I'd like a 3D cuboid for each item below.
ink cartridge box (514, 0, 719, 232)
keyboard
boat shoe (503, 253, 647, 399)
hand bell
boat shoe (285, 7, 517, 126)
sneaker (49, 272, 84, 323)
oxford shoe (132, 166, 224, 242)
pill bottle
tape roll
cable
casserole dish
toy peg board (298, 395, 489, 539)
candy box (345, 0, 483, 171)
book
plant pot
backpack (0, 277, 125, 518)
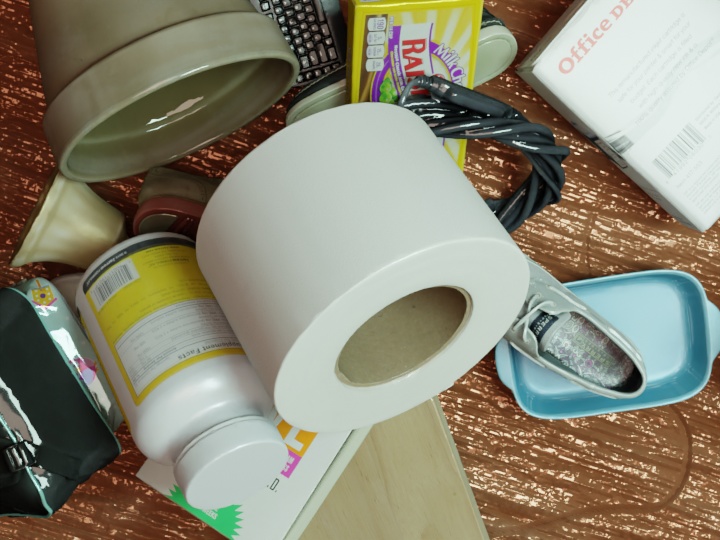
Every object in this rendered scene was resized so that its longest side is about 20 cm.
[{"bbox_3d":[0.252,-0.154,0.954,0.200,0.086,0.146,41,96,-7],"label":"ink cartridge box"},{"bbox_3d":[-0.078,-0.246,0.949,0.104,0.040,0.200,-18,99,0],"label":"keyboard"},{"bbox_3d":[0.154,0.041,0.953,0.201,0.072,0.070,32,96,-7],"label":"boat shoe"},{"bbox_3d":[-0.181,-0.007,0.973,0.200,0.104,0.104,27,98,-18],"label":"hand bell"},{"bbox_3d":[0.026,-0.169,0.956,0.199,0.075,0.066,-25,58,4],"label":"boat shoe"},{"bbox_3d":[-0.185,0.073,0.975,0.200,0.089,0.075,34,98,-7],"label":"sneaker"},{"bbox_3d":[-0.089,-0.041,0.970,0.200,0.075,0.070,18,135,-24],"label":"oxford shoe"},{"bbox_3d":[-0.132,0.075,0.872,0.112,0.112,0.200,-35,58,4],"label":"pill bottle"},{"bbox_3d":[0.000,0.000,0.824,0.203,0.203,0.139,-35,59,4],"label":"tape roll"},{"bbox_3d":[0.077,-0.069,0.939,0.200,0.051,0.163,15,124,-31],"label":"cable"},{"bbox_3d":[0.215,0.062,1.015,0.199,0.039,0.121,-8,100,0],"label":"casserole dish"},{"bbox_3d":[0.009,0.206,1.017,0.199,0.098,0.200,-17,100,17],"label":"toy peg board"},{"bbox_3d":[0.039,-0.131,0.924,0.102,0.026,0.200,-9,132,-13],"label":"candy box"},{"bbox_3d":[-0.067,0.116,0.923,0.133,0.048,0.200,28,73,20],"label":"book"},{"bbox_3d":[-0.174,-0.189,0.894,0.200,0.200,0.174,-27,83,3],"label":"plant pot"},{"bbox_3d":[-0.296,0.109,0.937,0.200,0.153,0.176,-24,105,40],"label":"backpack"}]
